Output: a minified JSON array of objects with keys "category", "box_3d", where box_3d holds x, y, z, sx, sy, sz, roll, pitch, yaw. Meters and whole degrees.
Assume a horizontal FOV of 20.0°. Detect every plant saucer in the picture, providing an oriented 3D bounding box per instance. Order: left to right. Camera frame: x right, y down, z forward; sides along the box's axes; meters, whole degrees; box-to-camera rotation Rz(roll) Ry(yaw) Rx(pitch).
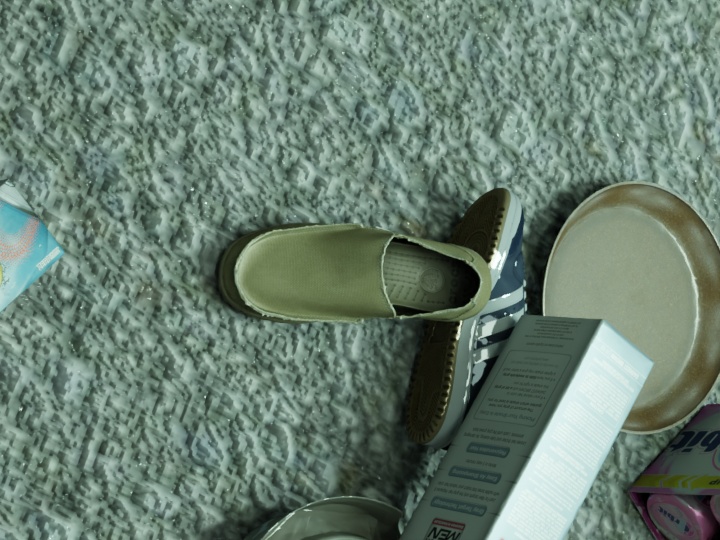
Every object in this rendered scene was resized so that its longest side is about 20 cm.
[{"category":"plant saucer","box_3d":[0.216,0.030,1.626,0.199,0.032,0.201,2,86,-32]}]

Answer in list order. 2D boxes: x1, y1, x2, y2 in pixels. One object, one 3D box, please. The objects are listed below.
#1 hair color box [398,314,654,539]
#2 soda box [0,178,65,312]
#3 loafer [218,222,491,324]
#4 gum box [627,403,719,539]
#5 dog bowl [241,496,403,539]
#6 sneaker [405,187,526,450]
[{"category":"hair color box","box_3d":[0.116,0.131,1.439,0.061,0.099,0.200,39,72,-26]},{"category":"soda box","box_3d":[-0.284,0.029,1.278,0.200,0.068,0.064,-46,111,-25]},{"category":"loafer","box_3d":[0.000,0.000,1.437,0.199,0.067,0.076,-1,84,-10]},{"category":"gum box","box_3d":[0.320,0.162,1.584,0.113,0.200,0.066,-42,109,-29]},{"category":"dog bowl","box_3d":[-0.024,0.258,1.441,0.199,0.059,0.201,3,85,-33]},{"category":"sneaker","box_3d":[0.109,0.046,1.532,0.108,0.070,0.201,20,82,-27]}]
